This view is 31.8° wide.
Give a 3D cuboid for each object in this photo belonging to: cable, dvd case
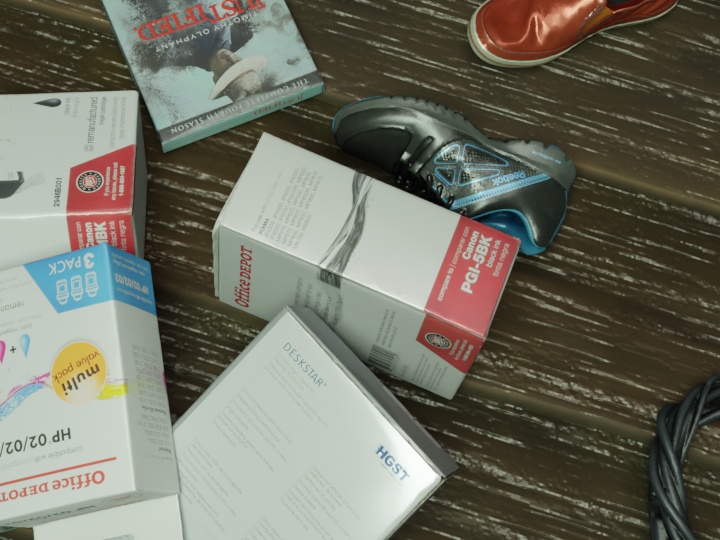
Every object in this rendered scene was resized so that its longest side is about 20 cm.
[{"bbox_3d":[0.288,0.174,0.925,0.160,0.051,0.203,0,70,-5],"label":"cable"},{"bbox_3d":[-0.133,-0.210,1.043,0.144,0.022,0.202,-21,74,-12],"label":"dvd case"}]

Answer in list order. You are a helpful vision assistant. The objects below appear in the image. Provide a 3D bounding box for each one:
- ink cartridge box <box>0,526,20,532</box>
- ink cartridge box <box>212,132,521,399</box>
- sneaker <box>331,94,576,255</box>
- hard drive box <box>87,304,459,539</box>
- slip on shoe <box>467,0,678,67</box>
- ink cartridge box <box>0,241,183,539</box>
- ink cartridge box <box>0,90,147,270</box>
[{"bbox_3d":[-0.241,0.077,0.910,0.102,0.059,0.203,-12,72,-9],"label":"ink cartridge box"},{"bbox_3d":[0.000,0.000,0.912,0.197,0.147,0.084,23,68,3],"label":"ink cartridge box"},{"bbox_3d":[0.069,-0.076,0.984,0.197,0.073,0.083,16,71,2],"label":"sneaker"},{"bbox_3d":[-0.057,0.150,0.854,0.200,0.077,0.156,-45,79,6],"label":"hard drive box"},{"bbox_3d":[0.181,-0.225,1.054,0.197,0.061,0.075,-18,74,-9],"label":"slip on shoe"},{"bbox_3d":[-0.187,0.097,0.820,0.113,0.068,0.203,-14,75,14],"label":"ink cartridge box"},{"bbox_3d":[-0.258,-0.054,0.916,0.196,0.085,0.146,-3,43,-5],"label":"ink cartridge box"}]
